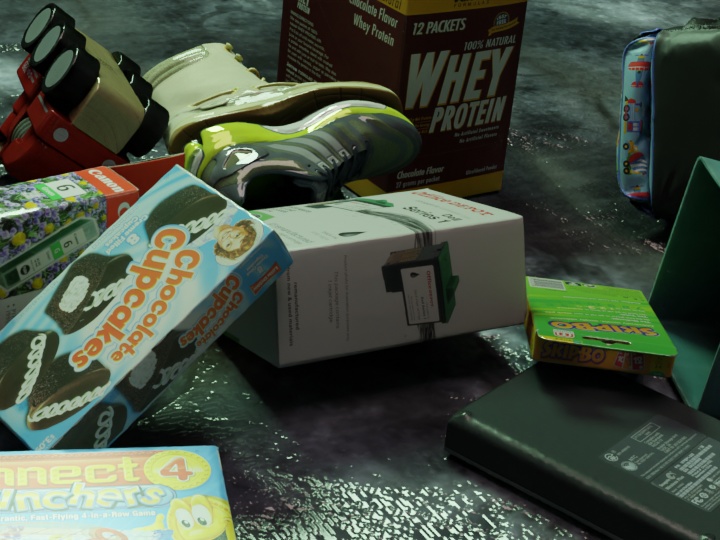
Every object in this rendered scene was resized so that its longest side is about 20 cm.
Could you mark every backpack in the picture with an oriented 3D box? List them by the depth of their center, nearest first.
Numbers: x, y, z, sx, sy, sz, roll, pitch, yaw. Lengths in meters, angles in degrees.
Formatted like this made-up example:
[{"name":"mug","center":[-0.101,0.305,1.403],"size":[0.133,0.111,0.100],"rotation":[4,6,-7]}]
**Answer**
[{"name":"backpack","center":[0.328,-0.129,1.373],"size":[0.134,0.184,0.200],"rotation":[4,7,35]}]

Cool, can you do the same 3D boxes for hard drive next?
[{"name":"hard drive","center":[0.173,0.120,0.998],"size":[0.199,0.033,0.139],"rotation":[25,32,32]}]

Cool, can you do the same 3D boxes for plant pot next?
[{"name":"plant pot","center":[0.333,0.024,1.116],"size":[0.199,0.142,0.142],"rotation":[9,26,-11]}]

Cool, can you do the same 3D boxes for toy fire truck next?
[{"name":"toy fire truck","center":[-0.277,-0.105,1.262],"size":[0.128,0.200,0.176],"rotation":[34,10,-31]}]

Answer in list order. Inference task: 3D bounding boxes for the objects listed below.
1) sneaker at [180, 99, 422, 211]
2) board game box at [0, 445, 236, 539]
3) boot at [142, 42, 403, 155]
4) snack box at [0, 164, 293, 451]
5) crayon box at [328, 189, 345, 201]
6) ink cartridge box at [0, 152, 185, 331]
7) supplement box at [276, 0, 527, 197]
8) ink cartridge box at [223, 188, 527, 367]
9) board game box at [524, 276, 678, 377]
[{"name":"sneaker","center":[-0.036,-0.076,1.201],"size":[0.199,0.074,0.081],"rotation":[-15,45,-24]},{"name":"board game box","center":[-0.160,0.170,0.800],"size":[0.199,0.056,0.196],"rotation":[0,28,-13]},{"name":"boot","center":[-0.078,-0.142,1.299],"size":[0.199,0.072,0.155],"rotation":[-11,31,-16]},{"name":"snack box","center":[-0.150,0.030,0.984],"size":[0.200,0.037,0.116],"rotation":[-45,47,-13]},{"name":"crayon box","center":[-0.090,-0.071,1.296],"size":[0.125,0.052,0.200],"rotation":[-1,27,-14]},{"name":"ink cartridge box","center":[-0.198,-0.011,1.088],"size":[0.199,0.110,0.050],"rotation":[-16,34,-37]},{"name":"supplement box","center":[0.032,-0.190,1.391],"size":[0.132,0.201,0.197],"rotation":[-12,32,-31]},{"name":"ink cartridge box","center":[0.000,0.000,1.107],"size":[0.199,0.085,0.146],"rotation":[-9,15,-27]},{"name":"board game box","center":[0.166,0.039,1.110],"size":[0.095,0.030,0.200],"rotation":[7,9,2]}]
